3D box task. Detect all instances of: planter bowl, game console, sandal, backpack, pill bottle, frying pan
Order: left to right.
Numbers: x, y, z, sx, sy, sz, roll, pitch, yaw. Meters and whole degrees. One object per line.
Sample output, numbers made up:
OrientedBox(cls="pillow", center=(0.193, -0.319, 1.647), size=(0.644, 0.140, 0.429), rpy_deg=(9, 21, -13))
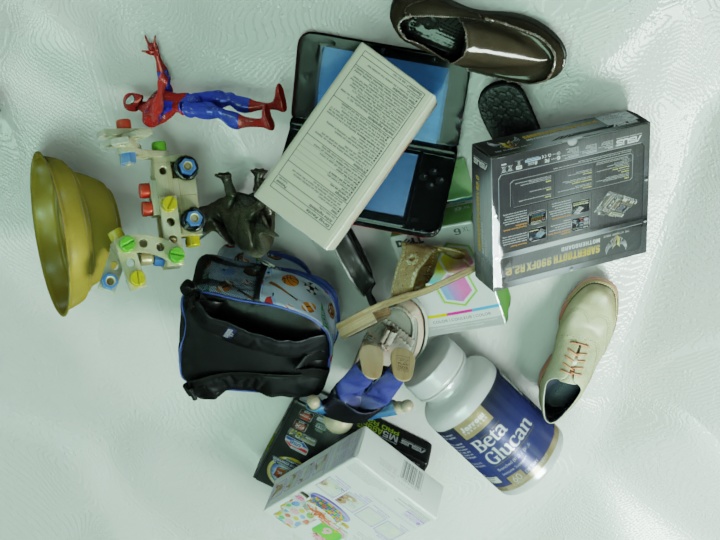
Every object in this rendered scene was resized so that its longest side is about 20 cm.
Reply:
OrientedBox(cls="planter bowl", center=(-0.340, -0.050, 1.620), size=(0.083, 0.201, 0.202), rpy_deg=(-10, 128, -23))
OrientedBox(cls="backpack", center=(-0.119, 0.069, 1.630), size=(0.189, 0.155, 0.201), rpy_deg=(15, 138, 6))
OrientedBox(cls="frying pan", center=(0.001, 0.006, 1.589), size=(0.031, 0.115, 0.191), rpy_deg=(-28, 115, 6))
OrientedBox(cls="game console", center=(0.009, -0.150, 1.483), size=(0.198, 0.174, 0.119), rpy_deg=(11, 151, 7))
OrientedBox(cls="sandal", center=(0.054, 0.003, 1.523), size=(0.210, 0.078, 0.070), rpy_deg=(-28, 86, 16))
OrientedBox(cls="pill bottle", center=(0.150, 0.178, 1.660), size=(0.200, 0.111, 0.111), rpy_deg=(43, 122, -15))
OrientedBox(cls="sandal", center=(0.192, -0.126, 1.498), size=(0.074, 0.045, 0.201), rpy_deg=(-16, 112, 20))

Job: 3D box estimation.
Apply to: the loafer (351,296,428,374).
OrientedBox(cls="loafer", center=(0.028, 0.105, 1.636), size=(0.072, 0.063, 0.201), rpy_deg=(39, 144, 11))

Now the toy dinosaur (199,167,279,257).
OrientedBox(cls="toy dinosaur", center=(-0.129, -0.059, 1.569), size=(0.199, 0.076, 0.103), rpy_deg=(28, 123, 47))

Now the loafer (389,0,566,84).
OrientedBox(cls="loafer", center=(0.122, -0.240, 1.421), size=(0.198, 0.072, 0.074), rpy_deg=(16, 125, 3))

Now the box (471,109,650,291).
OrientedBox(cls="box", center=(0.220, -0.077, 1.450), size=(0.198, 0.048, 0.160), rpy_deg=(-14, 119, -17))

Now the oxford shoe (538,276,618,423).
OrientedBox(cls="oxford shoe", center=(0.265, 0.101, 1.606), size=(0.070, 0.074, 0.201), rpy_deg=(14, 124, 3))

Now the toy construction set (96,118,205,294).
OrientedBox(cls="toy construction set", center=(-0.250, -0.078, 1.552), size=(0.130, 0.092, 0.202), rpy_deg=(-6, 99, -18))

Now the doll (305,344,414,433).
OrientedBox(cls="doll", center=(0.003, 0.154, 1.614), size=(0.135, 0.049, 0.200), rpy_deg=(7, 150, -20))

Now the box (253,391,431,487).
OrientedBox(cls="box", center=(-0.025, 0.258, 1.794), size=(0.199, 0.044, 0.161), rpy_deg=(27, 124, -5))

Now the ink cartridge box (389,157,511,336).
OrientedBox(cls="ink cartridge box", center=(0.101, -0.024, 1.573), size=(0.103, 0.059, 0.201), rpy_deg=(-10, 119, 20))

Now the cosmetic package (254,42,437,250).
OrientedBox(cls="cosmetic package", center=(-0.014, -0.131, 1.433), size=(0.103, 0.087, 0.201), rpy_deg=(37, 93, 4))

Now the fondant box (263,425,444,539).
OrientedBox(cls="fondant box", center=(-0.010, 0.299, 1.738), size=(0.144, 0.059, 0.200), rpy_deg=(39, 131, -18))

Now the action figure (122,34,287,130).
OrientedBox(cls="action figure", center=(-0.191, -0.211, 1.508), size=(0.198, 0.065, 0.100), rpy_deg=(1, 128, 24))
